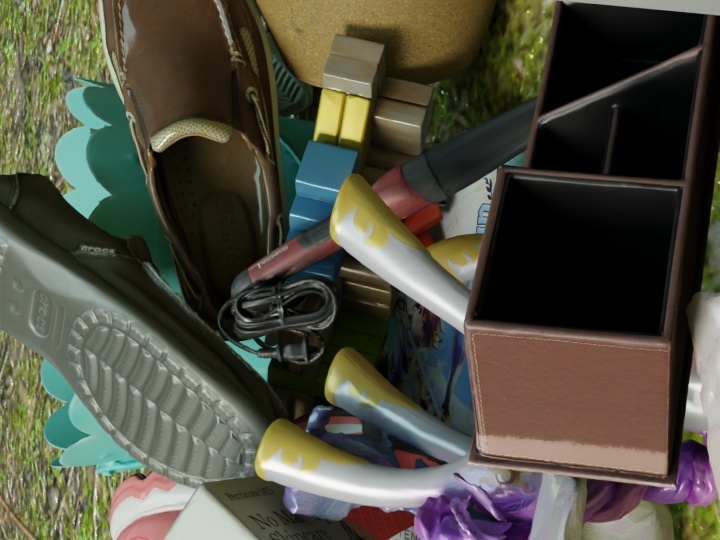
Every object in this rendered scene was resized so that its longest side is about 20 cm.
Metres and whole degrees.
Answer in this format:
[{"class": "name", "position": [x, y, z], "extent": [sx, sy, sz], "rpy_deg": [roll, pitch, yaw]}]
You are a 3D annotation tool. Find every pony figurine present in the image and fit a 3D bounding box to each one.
[{"class": "pony figurine", "position": [0.065, 0.073, 0.697], "extent": [0.199, 0.166, 0.194], "rpy_deg": [17, 88, 23]}]

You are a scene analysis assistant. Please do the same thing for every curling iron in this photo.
[{"class": "curling iron", "position": [0.027, -0.026, 0.770], "extent": [0.050, 0.199, 0.026], "rpy_deg": [55, -175, 8]}]

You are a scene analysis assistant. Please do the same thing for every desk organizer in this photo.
[{"class": "desk organizer", "position": [0.087, -0.031, 0.650], "extent": [0.077, 0.071, 0.201], "rpy_deg": [79, -160, -50]}]

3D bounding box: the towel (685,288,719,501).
[{"class": "towel", "position": [0.198, 0.083, 0.522], "extent": [0.190, 0.032, 0.201], "rpy_deg": [-16, 74, 27]}]

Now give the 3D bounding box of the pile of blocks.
[{"class": "pile of blocks", "position": [0.000, 0.000, 0.823], "extent": [0.082, 0.062, 0.201], "rpy_deg": [-57, -22, -67]}]

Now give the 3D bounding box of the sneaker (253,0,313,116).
[{"class": "sneaker", "position": [-0.082, -0.163, 0.976], "extent": [0.200, 0.074, 0.085], "rpy_deg": [60, -158, -56]}]

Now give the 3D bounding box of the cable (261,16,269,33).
[{"class": "cable", "position": [-0.025, -0.214, 0.938], "extent": [0.050, 0.097, 0.202], "rpy_deg": [-7, 82, 56]}]

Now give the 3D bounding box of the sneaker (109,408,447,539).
[{"class": "sneaker", "position": [-0.036, 0.126, 0.823], "extent": [0.199, 0.074, 0.087], "rpy_deg": [-21, 46, 34]}]

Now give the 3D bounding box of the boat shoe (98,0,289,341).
[{"class": "boat shoe", "position": [-0.070, -0.068, 0.829], "extent": [0.075, 0.074, 0.204], "rpy_deg": [-102, -5, -86]}]

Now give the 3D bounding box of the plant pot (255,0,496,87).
[{"class": "plant pot", "position": [0.004, -0.191, 0.833], "extent": [0.186, 0.185, 0.201], "rpy_deg": [39, 139, 54]}]

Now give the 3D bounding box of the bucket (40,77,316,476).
[{"class": "bucket", "position": [-0.091, 0.004, 0.968], "extent": [0.207, 0.134, 0.209], "rpy_deg": [-177, 90, -75]}]

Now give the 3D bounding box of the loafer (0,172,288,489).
[{"class": "loafer", "position": [-0.102, 0.017, 0.809], "extent": [0.200, 0.070, 0.075], "rpy_deg": [39, 135, 13]}]

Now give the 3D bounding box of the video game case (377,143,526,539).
[{"class": "video game case", "position": [0.054, 0.044, 0.843], "extent": [0.181, 0.045, 0.202], "rpy_deg": [8, 96, 59]}]

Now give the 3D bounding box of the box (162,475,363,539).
[{"class": "box", "position": [0.006, 0.168, 0.717], "extent": [0.200, 0.082, 0.069], "rpy_deg": [40, 105, 22]}]

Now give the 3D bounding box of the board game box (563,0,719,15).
[{"class": "board game box", "position": [0.099, -0.139, 0.615], "extent": [0.035, 0.199, 0.127], "rpy_deg": [-60, 41, 41]}]
